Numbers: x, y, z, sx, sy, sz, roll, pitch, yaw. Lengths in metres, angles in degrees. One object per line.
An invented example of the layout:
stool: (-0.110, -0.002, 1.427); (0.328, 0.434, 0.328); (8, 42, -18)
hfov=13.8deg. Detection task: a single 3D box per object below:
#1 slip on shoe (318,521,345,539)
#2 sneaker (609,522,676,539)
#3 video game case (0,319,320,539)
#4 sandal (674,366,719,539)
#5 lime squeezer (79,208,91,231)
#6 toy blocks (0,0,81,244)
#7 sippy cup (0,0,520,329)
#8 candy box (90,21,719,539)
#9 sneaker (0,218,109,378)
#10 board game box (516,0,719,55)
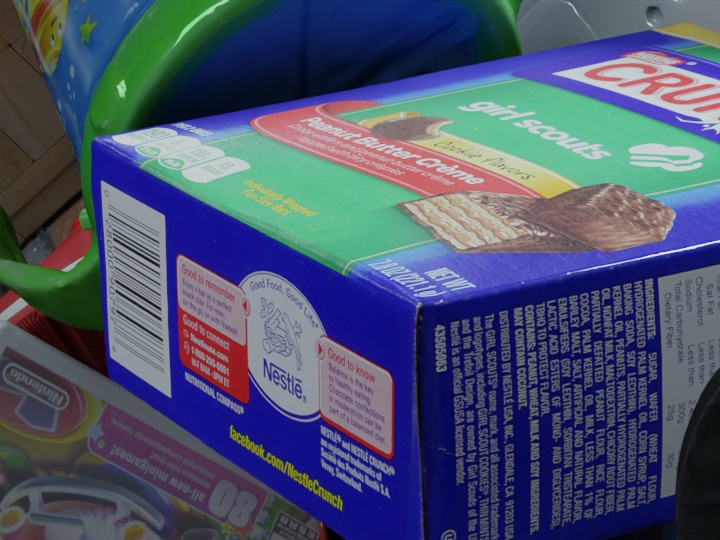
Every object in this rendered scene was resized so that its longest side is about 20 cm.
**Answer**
slip on shoe: (0.016, 0.071, 0.885); (0.200, 0.061, 0.074); (136, 151, -71)
sneaker: (0.087, 0.113, 0.861); (0.082, 0.074, 0.201); (17, 86, 2)
video game case: (-0.102, 0.134, 0.915); (0.018, 0.143, 0.201); (10, 71, 55)
sandal: (0.121, 0.112, 0.701); (0.075, 0.201, 0.048); (-10, 18, 5)
lime squeezer: (0.000, 0.000, 0.960); (0.200, 0.071, 0.038); (29, 49, 17)
toy blocks: (-0.134, -0.092, 1.104); (0.200, 0.137, 0.100); (-41, 45, 4)
sippy cup: (-0.040, -0.073, 0.895); (0.177, 0.140, 0.130); (-17, 44, -22)
candy box: (0.056, 0.000, 0.779); (0.199, 0.077, 0.169); (-11, 21, -29)
sneaker: (-0.062, -0.023, 1.068); (0.199, 0.078, 0.116); (-28, 39, -2)
board game box: (0.067, -0.052, 0.932); (0.199, 0.026, 0.201); (13, 112, 34)
